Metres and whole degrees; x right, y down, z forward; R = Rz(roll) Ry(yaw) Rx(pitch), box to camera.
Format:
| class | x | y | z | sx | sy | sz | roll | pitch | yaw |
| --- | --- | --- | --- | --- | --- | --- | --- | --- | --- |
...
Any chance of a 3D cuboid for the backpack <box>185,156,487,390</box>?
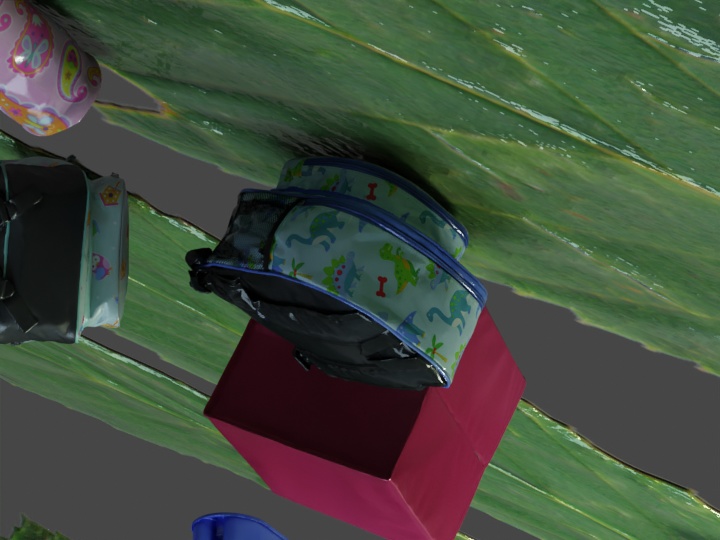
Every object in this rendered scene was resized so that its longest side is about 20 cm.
| class | x | y | z | sx | sy | sz | roll | pitch | yaw |
| --- | --- | --- | --- | --- | --- | --- | --- | --- | --- |
| backpack | 0.000 | 0.000 | 1.568 | 0.183 | 0.147 | 0.200 | 37 | 165 | -36 |

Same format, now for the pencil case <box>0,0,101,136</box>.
| class | x | y | z | sx | sy | sz | roll | pitch | yaw |
| --- | --- | --- | --- | --- | --- | --- | --- | --- | --- |
| pencil case | -0.289 | -0.188 | 1.547 | 0.087 | 0.088 | 0.200 | 9 | 156 | 43 |

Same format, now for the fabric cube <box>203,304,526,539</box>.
| class | x | y | z | sx | sy | sz | roll | pitch | yaw |
| --- | --- | --- | --- | --- | --- | --- | --- | --- | --- |
| fabric cube | 0.009 | 0.112 | 1.809 | 0.195 | 0.201 | 0.200 | 18 | 160 | 26 |

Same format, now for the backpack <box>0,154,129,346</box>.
| class | x | y | z | sx | sy | sz | roll | pitch | yaw |
| --- | --- | --- | --- | --- | --- | --- | --- | --- | --- |
| backpack | -0.298 | -0.022 | 1.892 | 0.152 | 0.177 | 0.200 | -1 | -174 | -22 |

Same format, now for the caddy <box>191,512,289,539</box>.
| class | x | y | z | sx | sy | sz | roll | pitch | yaw |
| --- | --- | --- | --- | --- | --- | --- | --- | --- | --- |
| caddy | -0.201 | 0.468 | 3.355 | 0.141 | 0.105 | 0.200 | -11 | 146 | 27 |
